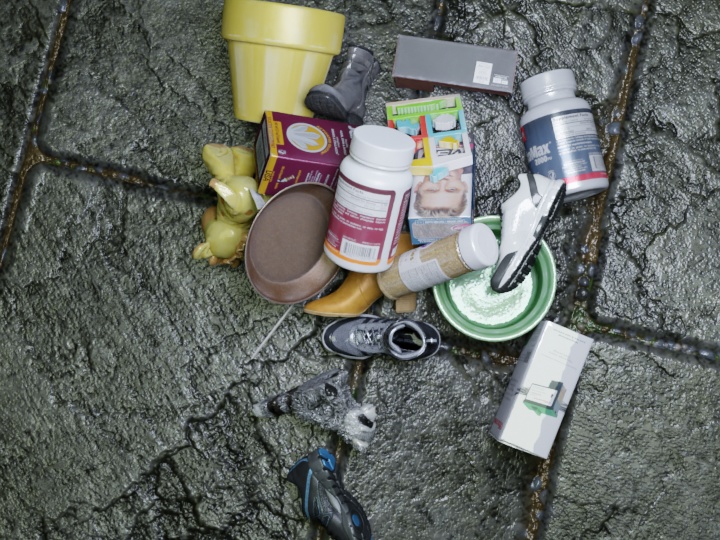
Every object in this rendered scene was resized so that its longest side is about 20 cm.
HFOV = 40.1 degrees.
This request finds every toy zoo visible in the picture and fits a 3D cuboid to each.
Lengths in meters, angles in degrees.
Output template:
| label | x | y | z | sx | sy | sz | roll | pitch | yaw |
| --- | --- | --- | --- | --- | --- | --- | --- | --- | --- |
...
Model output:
| label | x | y | z | sx | sy | sz | roll | pitch | yaw |
| --- | --- | --- | --- | --- | --- | --- | --- | --- | --- |
| toy zoo | 0.111 | -0.215 | 1.612 | 0.130 | 0.021 | 0.201 | -7 | 45 | 4 |

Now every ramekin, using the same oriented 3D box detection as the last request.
| label | x | y | z | sx | sy | sz | roll | pitch | yaw |
| --- | --- | --- | --- | --- | --- | --- | --- | --- | --- |
| ramekin | 0.214 | 0.016 | 1.608 | 0.198 | 0.098 | 0.202 | 0 | 85 | 4 |

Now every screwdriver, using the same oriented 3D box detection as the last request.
| label | x | y | z | sx | sy | sz | roll | pitch | yaw |
| --- | --- | --- | --- | --- | --- | --- | --- | --- | --- |
| screwdriver | -0.120 | 0.063 | 1.615 | 0.200 | 0.028 | 0.029 | -48 | 118 | -4 |

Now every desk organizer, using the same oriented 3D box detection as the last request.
| label | x | y | z | sx | sy | sz | roll | pitch | yaw |
| --- | --- | --- | --- | --- | --- | --- | --- | --- | --- |
| desk organizer | 0.157 | -0.336 | 1.651 | 0.198 | 0.077 | 0.072 | 9 | 86 | 5 |

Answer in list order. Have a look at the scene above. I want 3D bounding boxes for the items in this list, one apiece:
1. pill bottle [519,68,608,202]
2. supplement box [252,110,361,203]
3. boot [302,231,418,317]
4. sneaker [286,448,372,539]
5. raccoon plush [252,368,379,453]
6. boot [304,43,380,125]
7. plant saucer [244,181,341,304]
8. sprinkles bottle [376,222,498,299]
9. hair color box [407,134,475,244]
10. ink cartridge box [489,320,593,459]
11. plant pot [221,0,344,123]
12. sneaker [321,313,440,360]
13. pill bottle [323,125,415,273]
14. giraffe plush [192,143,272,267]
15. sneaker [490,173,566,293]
| label | x | y | z | sx | sy | sz | roll | pitch | yaw |
| --- | --- | --- | --- | --- | --- | --- | --- | --- | --- |
| pill bottle | 0.325 | -0.217 | 1.609 | 0.118 | 0.120 | 0.202 | -13 | 84 | 3 |
| supplement box | -0.064 | -0.176 | 1.577 | 0.198 | 0.086 | 0.111 | 6 | 47 | -20 |
| boot | 0.001 | 0.000 | 1.629 | 0.199 | 0.071 | 0.146 | -4 | 97 | -8 |
| sneaker | -0.047 | 0.395 | 1.617 | 0.082 | 0.073 | 0.201 | -31 | 78 | 17 |
| raccoon plush | -0.064 | 0.248 | 1.634 | 0.199 | 0.097 | 0.135 | -20 | 98 | 31 |
| boot | -0.028 | -0.310 | 1.605 | 0.069 | 0.200 | 0.133 | 17 | 90 | 13 |
| plant saucer | -0.103 | -0.046 | 1.546 | 0.037 | 0.200 | 0.201 | 29 | 87 | 47 |
| sprinkles bottle | 0.116 | -0.011 | 1.521 | 0.199 | 0.068 | 0.069 | -22 | 82 | 40 |
| hair color box | 0.134 | -0.133 | 1.586 | 0.099 | 0.061 | 0.201 | -2 | 47 | 10 |
| ink cartridge box | 0.284 | 0.187 | 1.565 | 0.084 | 0.146 | 0.202 | 22 | 88 | 3 |
| plant pot | -0.134 | -0.338 | 1.623 | 0.199 | 0.201 | 0.191 | 8 | 101 | 5 |
| sneaker | 0.032 | 0.107 | 1.604 | 0.198 | 0.114 | 0.076 | 2 | 85 | 4 |
| pill bottle | 0.015 | -0.109 | 1.495 | 0.113 | 0.114 | 0.202 | 16 | 117 | 5 |
| giraffe plush | -0.203 | -0.091 | 1.627 | 0.171 | 0.201 | 0.163 | 18 | 120 | -17 |
| sneaker | 0.246 | -0.060 | 1.536 | 0.080 | 0.074 | 0.201 | 25 | 83 | 22 |
